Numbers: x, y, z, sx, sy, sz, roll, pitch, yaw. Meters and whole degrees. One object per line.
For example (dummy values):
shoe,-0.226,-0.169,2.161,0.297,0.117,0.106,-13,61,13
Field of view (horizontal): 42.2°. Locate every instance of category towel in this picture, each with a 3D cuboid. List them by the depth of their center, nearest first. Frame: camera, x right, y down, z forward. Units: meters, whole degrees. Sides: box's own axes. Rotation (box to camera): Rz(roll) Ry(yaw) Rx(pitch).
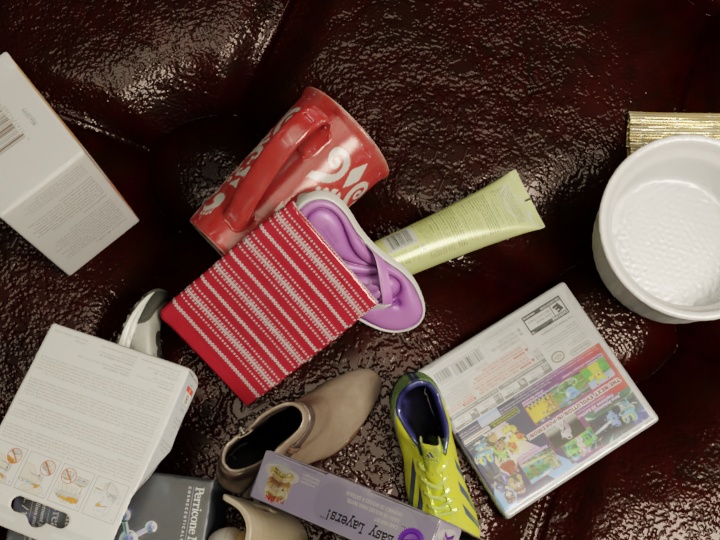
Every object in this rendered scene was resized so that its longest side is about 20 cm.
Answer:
towel,-0.099,0.039,0.986,0.200,0.023,0.145,-38,102,17

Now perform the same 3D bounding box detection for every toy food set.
toy food set,-0.119,0.327,0.906,0.060,0.144,0.201,7,73,21

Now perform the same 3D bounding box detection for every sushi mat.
sushi mat,0.414,-0.144,1.102,0.198,0.012,0.096,1,74,2

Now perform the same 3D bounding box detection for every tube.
tube,0.108,-0.044,1.065,0.199,0.052,0.058,-24,118,-9

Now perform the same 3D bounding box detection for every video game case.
video game case,0.190,0.138,1.017,0.199,0.023,0.183,-30,74,-8

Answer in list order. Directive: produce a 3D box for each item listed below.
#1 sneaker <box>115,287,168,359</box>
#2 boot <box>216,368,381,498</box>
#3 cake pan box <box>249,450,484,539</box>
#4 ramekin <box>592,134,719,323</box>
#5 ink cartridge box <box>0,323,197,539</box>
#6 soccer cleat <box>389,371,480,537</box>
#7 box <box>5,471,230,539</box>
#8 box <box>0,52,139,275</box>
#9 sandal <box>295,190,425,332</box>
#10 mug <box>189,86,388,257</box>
sneaker,-0.235,0.119,1.016,0.079,0.074,0.202,12,79,-4
boot,-0.059,0.157,0.952,0.200,0.146,0.070,-41,74,-11
cake pan box,0.024,0.239,0.874,0.199,0.184,0.053,14,76,31
ramekin,0.350,-0.037,1.020,0.199,0.098,0.202,0,77,1
ink cartridge box,-0.272,0.169,0.920,0.161,0.050,0.201,17,69,11
soccer cleat,0.075,0.203,0.961,0.064,0.084,0.202,-16,83,-6
box,-0.245,0.279,0.942,0.198,0.107,0.150,6,72,3
box,-0.349,-0.109,1.016,0.106,0.200,0.152,-39,76,-9
sandal,-0.006,0.004,0.997,0.082,0.050,0.203,-34,116,18
mug,-0.092,-0.099,1.027,0.200,0.178,0.133,-45,50,-7
